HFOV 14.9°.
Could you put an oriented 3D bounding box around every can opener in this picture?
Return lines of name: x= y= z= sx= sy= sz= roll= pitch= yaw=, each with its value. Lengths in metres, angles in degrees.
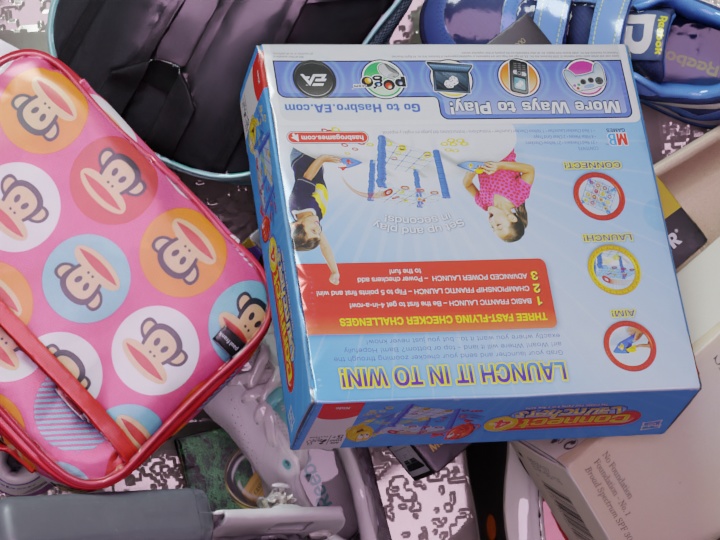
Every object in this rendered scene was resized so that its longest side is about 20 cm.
can opener: x=-0.094 y=0.139 z=1.371 sx=0.199 sy=0.053 sz=0.067 roll=5 pitch=63 yaw=-29

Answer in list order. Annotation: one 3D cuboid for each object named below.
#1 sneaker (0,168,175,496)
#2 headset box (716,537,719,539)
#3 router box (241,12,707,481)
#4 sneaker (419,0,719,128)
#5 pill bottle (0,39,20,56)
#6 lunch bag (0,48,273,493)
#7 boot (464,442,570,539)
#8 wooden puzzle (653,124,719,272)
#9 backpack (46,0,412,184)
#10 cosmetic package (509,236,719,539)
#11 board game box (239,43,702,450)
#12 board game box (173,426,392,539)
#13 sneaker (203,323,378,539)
sneaker: x=-0.143 y=0.028 z=1.468 sx=0.072 sy=0.114 sz=0.201 roll=21 pitch=82 yaw=-3
headset box: x=0.226 y=0.205 z=1.419 sx=0.200 sy=0.077 sz=0.149 roll=-26 pitch=65 yaw=-43
router box: x=0.059 y=-0.013 z=1.457 sx=0.200 sy=0.052 sz=0.157 roll=-40 pitch=90 yaw=-15
sneaker: x=0.132 y=-0.131 z=1.527 sx=0.199 sy=0.082 sz=0.074 roll=9 pitch=86 yaw=-3
pill bottle: x=-0.235 y=-0.028 z=1.463 sx=0.111 sy=0.111 sz=0.201 roll=26 pitch=83 yaw=-3
lunch bag: x=-0.161 y=0.010 z=1.375 sx=0.176 sy=0.082 sz=0.200 roll=-45 pitch=92 yaw=-10
boot: x=0.137 y=0.119 z=1.520 sx=0.143 sy=0.072 sz=0.201 roll=-4 pitch=82 yaw=-17
wooden puzzle: x=0.221 y=0.023 z=1.536 sx=0.185 sy=0.046 sz=0.201 roll=-30 pitch=89 yaw=-12
backpack: x=-0.068 y=-0.146 z=1.469 sx=0.175 sy=0.153 sz=0.201 roll=31 pitch=84 yaw=-3
cosmetic package: x=0.183 y=0.065 z=1.445 sx=0.200 sy=0.073 sz=0.104 roll=-40 pitch=119 yaw=-12
board game box: x=0.051 y=-0.015 z=1.366 sx=0.199 sy=0.056 sz=0.197 roll=-1 pitch=63 yaw=-16
board game box: x=-0.028 y=0.177 z=1.514 sx=0.104 sy=0.023 sz=0.201 roll=-15 pitch=87 yaw=-5
sneaker: x=-0.045 y=0.068 z=1.446 sx=0.075 sy=0.088 sz=0.200 roll=-36 pitch=104 yaw=-9
